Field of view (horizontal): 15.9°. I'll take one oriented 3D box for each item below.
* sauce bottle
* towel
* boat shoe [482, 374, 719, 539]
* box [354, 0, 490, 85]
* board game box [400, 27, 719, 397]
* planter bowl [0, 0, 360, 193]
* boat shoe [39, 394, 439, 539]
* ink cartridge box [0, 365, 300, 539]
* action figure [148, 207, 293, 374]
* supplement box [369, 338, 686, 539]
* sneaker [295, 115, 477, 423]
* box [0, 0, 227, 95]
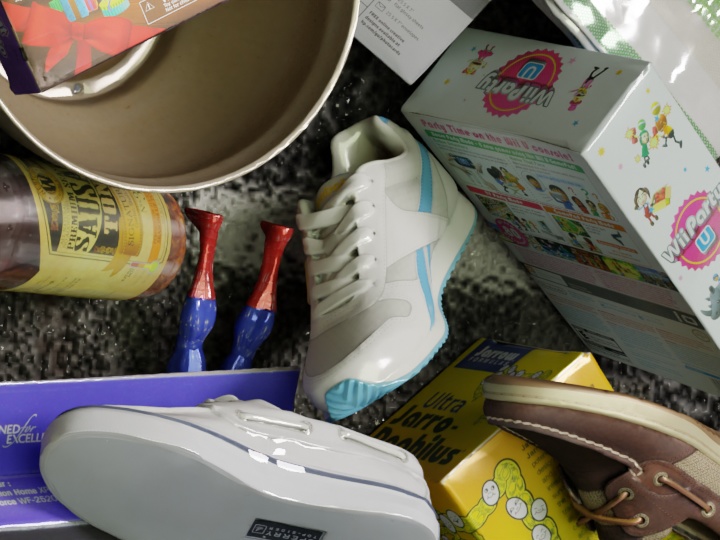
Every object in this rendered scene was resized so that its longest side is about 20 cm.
[{"bbox_3d":[-0.161,-0.021,1.192,0.200,0.066,0.066,4,91,-59],"label":"sauce bottle"},{"bbox_3d":[0.187,-0.165,1.309,0.200,0.031,0.149,-48,115,-13],"label":"towel"},{"bbox_3d":[0.139,0.106,1.279,0.200,0.072,0.072,23,80,-33],"label":"boat shoe"},{"bbox_3d":[0.034,-0.215,1.270,0.156,0.041,0.200,41,109,-11],"label":"box"},{"bbox_3d":[0.131,-0.027,1.324,0.064,0.147,0.200,-51,126,-16],"label":"board game box"},{"bbox_3d":[-0.118,-0.139,1.217,0.199,0.135,0.201,-2,94,-27],"label":"planter bowl"},{"bbox_3d":[-0.057,0.094,1.202,0.199,0.074,0.066,20,39,-25],"label":"boat shoe"},{"bbox_3d":[-0.117,0.148,1.230,0.198,0.043,0.201,-2,112,-36],"label":"ink cartridge box"},{"bbox_3d":[-0.079,0.071,1.297,0.065,0.052,0.201,10,93,-22],"label":"action figure"},{"bbox_3d":[0.104,0.148,1.361,0.109,0.109,0.200,-40,109,-20],"label":"supplement box"},{"bbox_3d":[0.000,0.000,1.278,0.081,0.076,0.200,50,28,-21],"label":"sneaker"},{"bbox_3d":[-0.091,-0.180,1.131,0.200,0.039,0.137,-30,105,-23],"label":"box"}]
